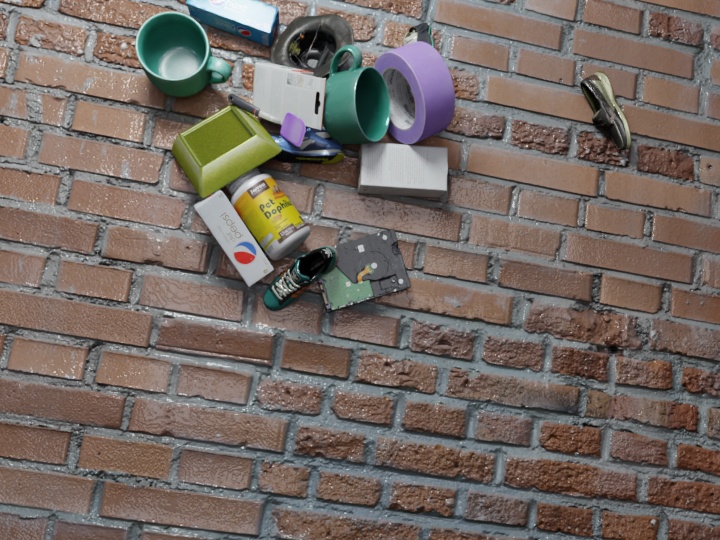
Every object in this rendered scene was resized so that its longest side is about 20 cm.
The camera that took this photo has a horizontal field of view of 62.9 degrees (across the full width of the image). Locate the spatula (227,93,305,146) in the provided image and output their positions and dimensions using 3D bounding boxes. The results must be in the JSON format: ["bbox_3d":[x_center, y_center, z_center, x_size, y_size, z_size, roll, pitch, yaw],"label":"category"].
[{"bbox_3d":[-0.203,-0.334,1.268,0.198,0.021,0.057,28,114,8],"label":"spatula"}]

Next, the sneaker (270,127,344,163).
[{"bbox_3d":[-0.134,-0.290,1.323,0.197,0.074,0.084,1,83,-15],"label":"sneaker"}]

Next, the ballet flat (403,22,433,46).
[{"bbox_3d":[0.131,-0.515,1.343,0.072,0.201,0.074,2,127,3],"label":"ballet flat"}]

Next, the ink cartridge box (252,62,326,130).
[{"bbox_3d":[-0.145,-0.377,1.274,0.198,0.050,0.111,21,116,28],"label":"ink cartridge box"}]

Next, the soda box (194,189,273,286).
[{"bbox_3d":[-0.267,-0.069,1.247,0.068,0.064,0.201,-34,109,-9],"label":"soda box"}]

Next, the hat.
[{"bbox_3d":[-0.101,-0.485,1.341,0.197,0.081,0.204,-6,67,14],"label":"hat"}]

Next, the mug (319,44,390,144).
[{"bbox_3d":[-0.018,-0.368,1.272,0.113,0.151,0.188,3,87,33],"label":"mug"}]

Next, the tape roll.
[{"bbox_3d":[0.113,-0.387,1.292,0.084,0.200,0.202,-25,86,-23],"label":"tape roll"}]

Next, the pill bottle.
[{"bbox_3d":[-0.205,-0.130,1.272,0.109,0.109,0.201,-37,88,-10],"label":"pill bottle"}]

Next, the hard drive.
[{"bbox_3d":[0.000,0.000,1.316,0.197,0.038,0.142,-17,85,-9],"label":"hard drive"}]

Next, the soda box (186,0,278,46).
[{"bbox_3d":[-0.289,-0.588,1.346,0.197,0.064,0.069,19,80,-4],"label":"soda box"}]

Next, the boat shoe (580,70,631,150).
[{"bbox_3d":[0.590,-0.378,1.425,0.064,0.073,0.203,-21,82,2],"label":"boat shoe"}]

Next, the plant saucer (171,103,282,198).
[{"bbox_3d":[-0.298,-0.273,1.260,0.198,0.048,0.200,-33,53,-10],"label":"plant saucer"}]

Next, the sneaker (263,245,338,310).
[{"bbox_3d":[-0.138,0.014,1.254,0.199,0.080,0.072,-39,81,11],"label":"sneaker"}]

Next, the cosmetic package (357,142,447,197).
[{"bbox_3d":[0.095,-0.227,1.340,0.197,0.071,0.103,3,82,-6],"label":"cosmetic package"}]

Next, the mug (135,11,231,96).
[{"bbox_3d":[-0.389,-0.448,1.283,0.152,0.114,0.186,-39,89,-10],"label":"mug"}]
